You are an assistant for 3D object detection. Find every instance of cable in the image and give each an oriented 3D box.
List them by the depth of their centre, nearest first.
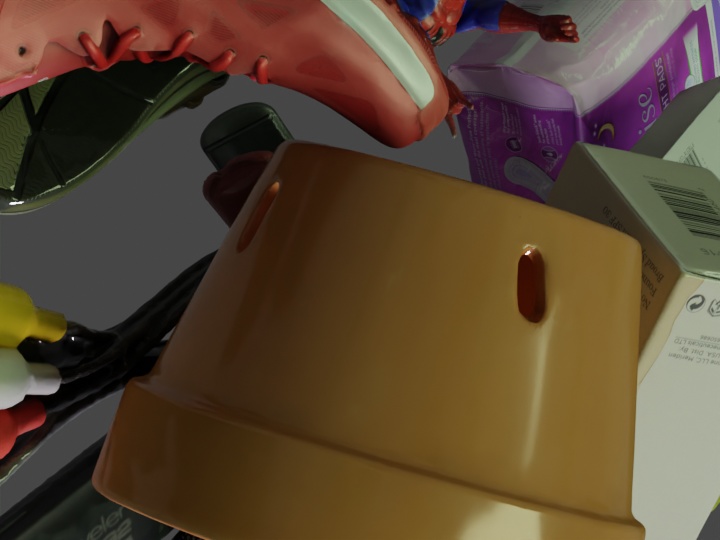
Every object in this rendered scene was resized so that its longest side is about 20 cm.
[{"bbox_3d":[-0.099,0.040,0.984,0.200,0.050,0.097,-4,110,-40],"label":"cable"}]

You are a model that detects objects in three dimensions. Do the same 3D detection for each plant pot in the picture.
[{"bbox_3d":[0.019,0.038,0.962,0.200,0.200,0.140,19,88,-58],"label":"plant pot"}]

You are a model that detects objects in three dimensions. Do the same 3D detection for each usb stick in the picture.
[{"bbox_3d":[-0.126,0.114,1.024,0.200,0.033,0.056,-38,128,-41],"label":"usb stick"}]

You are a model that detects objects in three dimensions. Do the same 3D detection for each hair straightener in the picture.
[{"bbox_3d":[0.000,0.000,1.109,0.200,0.041,0.077,46,21,-34],"label":"hair straightener"}]

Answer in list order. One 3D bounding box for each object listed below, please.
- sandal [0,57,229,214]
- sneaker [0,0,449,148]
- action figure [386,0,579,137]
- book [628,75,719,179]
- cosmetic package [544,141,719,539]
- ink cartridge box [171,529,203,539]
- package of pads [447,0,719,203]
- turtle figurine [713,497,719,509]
[{"bbox_3d":[-0.081,-0.087,0.970,0.201,0.080,0.057,-35,178,-28],"label":"sandal"},{"bbox_3d":[-0.074,-0.081,0.912,0.116,0.200,0.078,-53,-173,-10],"label":"sneaker"},{"bbox_3d":[0.066,-0.130,1.088,0.065,0.099,0.200,7,127,-51],"label":"action figure"},{"bbox_3d":[0.178,0.025,1.178,0.200,0.048,0.134,64,31,-11],"label":"book"},{"bbox_3d":[0.094,0.061,1.077,0.073,0.104,0.200,11,116,-29],"label":"cosmetic package"},{"bbox_3d":[-0.011,0.162,1.129,0.200,0.037,0.095,31,104,-37],"label":"ink cartridge box"},{"bbox_3d":[0.128,-0.101,1.258,0.200,0.076,0.121,-46,137,-34],"label":"package of pads"},{"bbox_3d":[0.101,0.047,1.219,0.064,0.161,0.200,-52,154,-6],"label":"turtle figurine"}]
